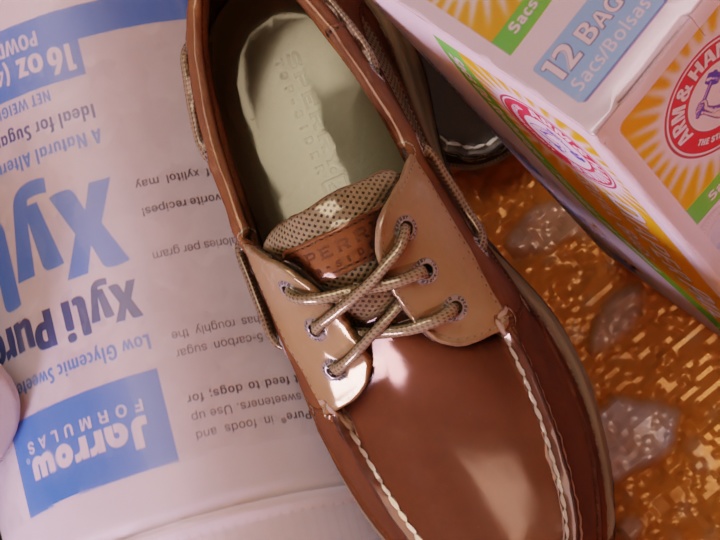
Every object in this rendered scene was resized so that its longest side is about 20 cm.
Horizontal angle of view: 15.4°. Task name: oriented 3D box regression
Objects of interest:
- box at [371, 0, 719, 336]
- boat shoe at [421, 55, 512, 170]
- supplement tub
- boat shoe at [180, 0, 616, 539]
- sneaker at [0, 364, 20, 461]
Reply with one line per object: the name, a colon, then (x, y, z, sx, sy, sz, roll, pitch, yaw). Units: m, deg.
box: (0.101, -0.060, 0.750, 0.113, 0.200, 0.101, -50, 53, -2)
boat shoe: (-0.006, -0.117, 0.855, 0.072, 0.060, 0.202, -32, 100, 2)
supplement tub: (-0.060, 0.011, 0.815, 0.132, 0.132, 0.201, -21, 73, 18)
boat shoe: (0.000, 0.000, 0.712, 0.076, 0.074, 0.200, -31, 71, 12)
sneaker: (-0.191, 0.074, 0.788, 0.200, 0.071, 0.099, -45, 42, 4)
